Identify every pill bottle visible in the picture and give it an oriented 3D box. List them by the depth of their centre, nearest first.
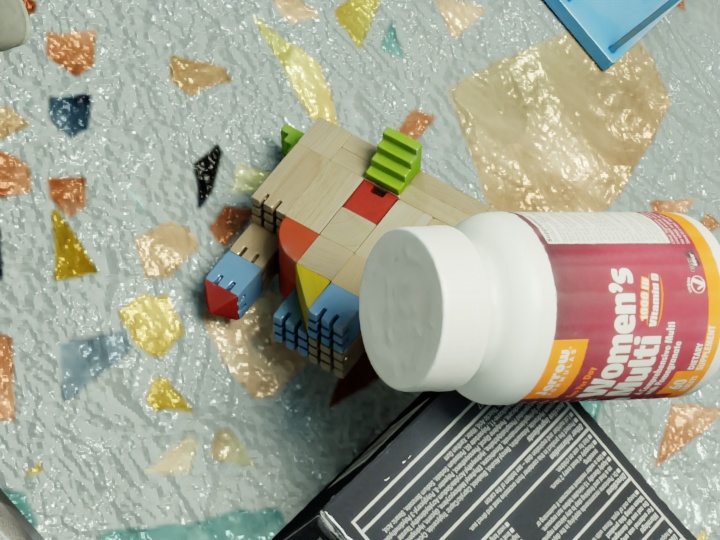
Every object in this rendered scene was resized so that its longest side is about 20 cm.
[{"bbox_3d":[0.106,0.021,1.612,0.199,0.109,0.110,-1,69,-32],"label":"pill bottle"}]

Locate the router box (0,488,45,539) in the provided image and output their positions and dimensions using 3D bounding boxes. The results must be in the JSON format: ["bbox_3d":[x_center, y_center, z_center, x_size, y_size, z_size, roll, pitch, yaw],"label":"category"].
[{"bbox_3d":[-0.216,0.213,1.521,0.200,0.052,0.157,50,54,-2],"label":"router box"}]

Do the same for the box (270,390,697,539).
[{"bbox_3d":[0.071,0.179,1.658,0.199,0.123,0.200,49,53,0],"label":"box"}]

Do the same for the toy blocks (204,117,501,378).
[{"bbox_3d":[0.000,0.000,1.697,0.199,0.100,0.137,28,58,18],"label":"toy blocks"}]

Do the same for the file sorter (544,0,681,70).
[{"bbox_3d":[0.169,-0.271,1.920,0.200,0.123,0.139,49,53,-2],"label":"file sorter"}]

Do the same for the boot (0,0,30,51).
[{"bbox_3d":[-0.246,-0.129,1.587,0.182,0.073,0.200,51,16,14],"label":"boot"}]
